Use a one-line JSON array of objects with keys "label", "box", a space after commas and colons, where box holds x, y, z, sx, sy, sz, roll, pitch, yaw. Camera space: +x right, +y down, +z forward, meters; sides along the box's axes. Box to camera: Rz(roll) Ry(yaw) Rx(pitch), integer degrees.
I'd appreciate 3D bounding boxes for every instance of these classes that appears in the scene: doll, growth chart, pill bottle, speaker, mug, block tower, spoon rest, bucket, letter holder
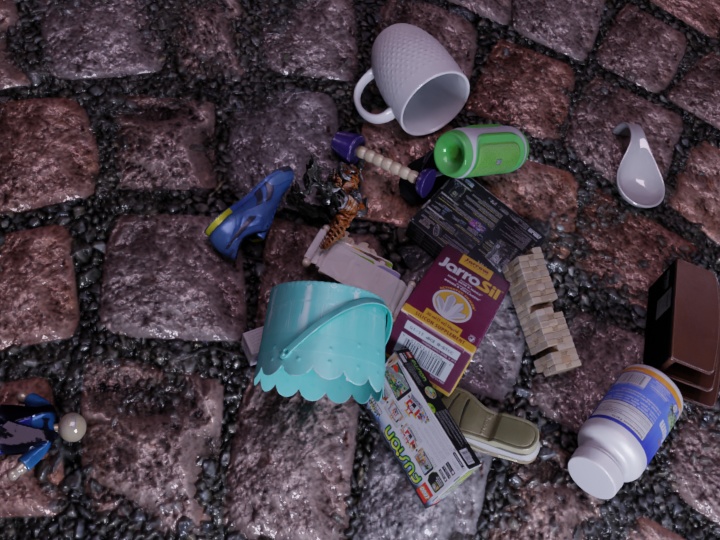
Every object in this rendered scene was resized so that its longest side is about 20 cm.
[{"label": "doll", "box": [-0.476, 0.221, 1.264, 0.195, 0.049, 0.138, 1, 49, -20]}, {"label": "growth chart", "box": [0.000, 0.000, 1.510, 0.198, 0.018, 0.145, 32, 35, 8]}, {"label": "pill bottle", "box": [0.401, 0.248, 1.415, 0.112, 0.113, 0.200, 39, 58, 13]}, {"label": "speaker", "box": [0.217, -0.211, 1.641, 0.198, 0.089, 0.089, -12, 58, -46]}, {"label": "mug", "box": [0.077, -0.350, 1.711, 0.198, 0.148, 0.177, -33, 60, 4]}, {"label": "block tower", "box": [0.292, 0.068, 1.509, 0.057, 0.054, 0.204, -8, 73, -27]}, {"label": "spoon rest", "box": [0.522, -0.205, 1.760, 0.097, 0.061, 0.204, 4, 57, -10]}, {"label": "bucket", "box": [-0.052, 0.105, 1.325, 0.202, 0.207, 0.138, 8, 74, -8]}, {"label": "letter holder", "box": [0.562, 0.108, 1.549, 0.139, 0.101, 0.203, 19, 56, -2]}]

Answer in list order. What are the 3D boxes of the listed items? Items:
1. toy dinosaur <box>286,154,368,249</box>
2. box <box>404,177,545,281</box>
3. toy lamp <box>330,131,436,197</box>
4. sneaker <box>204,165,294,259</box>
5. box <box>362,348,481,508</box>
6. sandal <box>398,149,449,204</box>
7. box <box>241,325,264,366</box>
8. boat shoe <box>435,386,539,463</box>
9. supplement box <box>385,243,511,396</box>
[{"label": "toy dinosaur", "box": [-0.045, -0.119, 1.552, 0.134, 0.103, 0.201, 27, 23, -16]}, {"label": "box", "box": [0.199, -0.061, 1.603, 0.199, 0.044, 0.160, 38, 58, 12]}, {"label": "toy lamp", "box": [0.035, -0.190, 1.623, 0.197, 0.059, 0.058, 28, 55, 23]}, {"label": "sneaker", "box": [-0.167, -0.093, 1.531, 0.078, 0.066, 0.200, 44, 59, 2]}, {"label": "box", "box": [0.082, 0.229, 1.352, 0.034, 0.110, 0.202, -7, 57, -47]}, {"label": "sandal", "box": [0.141, -0.192, 1.672, 0.076, 0.043, 0.199, 41, 58, 14]}, {"label": "box", "box": [-0.089, 0.091, 1.442, 0.197, 0.039, 0.042, -20, 63, -24]}, {"label": "boat shoe", "box": [0.175, 0.238, 1.394, 0.197, 0.069, 0.075, 23, 59, 28]}, {"label": "supplement box", "box": [0.136, 0.074, 1.440, 0.129, 0.104, 0.201, 30, 40, 7]}]
